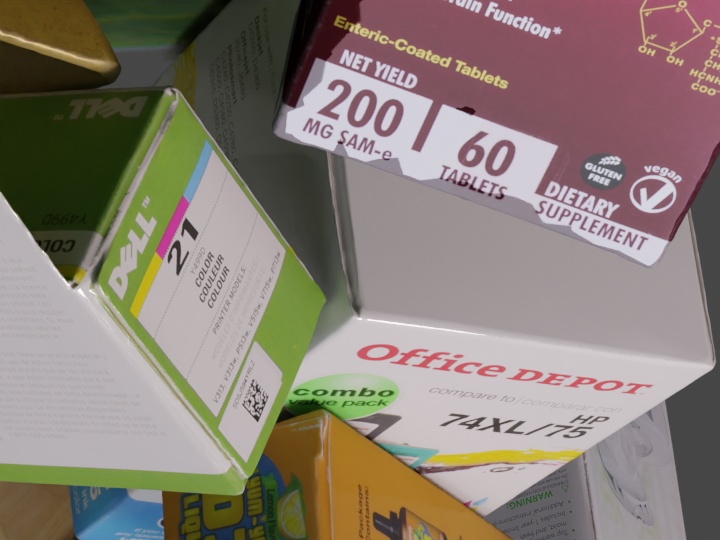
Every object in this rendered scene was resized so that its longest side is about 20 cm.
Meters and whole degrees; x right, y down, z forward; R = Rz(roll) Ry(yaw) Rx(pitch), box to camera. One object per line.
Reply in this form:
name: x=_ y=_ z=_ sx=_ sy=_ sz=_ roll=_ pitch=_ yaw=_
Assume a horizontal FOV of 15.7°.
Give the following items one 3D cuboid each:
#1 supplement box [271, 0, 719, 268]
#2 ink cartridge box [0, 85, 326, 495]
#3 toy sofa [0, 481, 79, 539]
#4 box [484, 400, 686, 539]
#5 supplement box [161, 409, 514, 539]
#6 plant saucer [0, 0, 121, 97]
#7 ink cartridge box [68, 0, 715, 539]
supplement box: x=0.062 y=-0.107 z=0.624 sx=0.109 sy=0.061 sz=0.200 roll=19 pitch=125 yaw=-7
ink cartridge box: x=-0.122 y=-0.024 z=0.749 sx=0.148 sy=0.076 sz=0.200 roll=0 pitch=141 yaw=33
toy sofa: x=-0.148 y=0.098 z=1.048 sx=0.097 sy=0.083 sz=0.200 roll=-21 pitch=-171 yaw=17
box: x=0.036 y=0.123 z=1.156 sx=0.200 sy=0.177 sz=0.097 roll=-22 pitch=151 yaw=28
supplement box: x=0.004 y=0.112 z=0.912 sx=0.069 sy=0.067 sz=0.200 roll=-12 pitch=155 yaw=19
plant saucer: x=-0.199 y=-0.089 z=0.752 sx=0.200 sy=0.049 sz=0.200 roll=17 pitch=165 yaw=-39
ink cartridge box: x=0.000 y=0.000 z=0.922 sx=0.147 sy=0.146 sz=0.200 roll=8 pitch=151 yaw=-30
